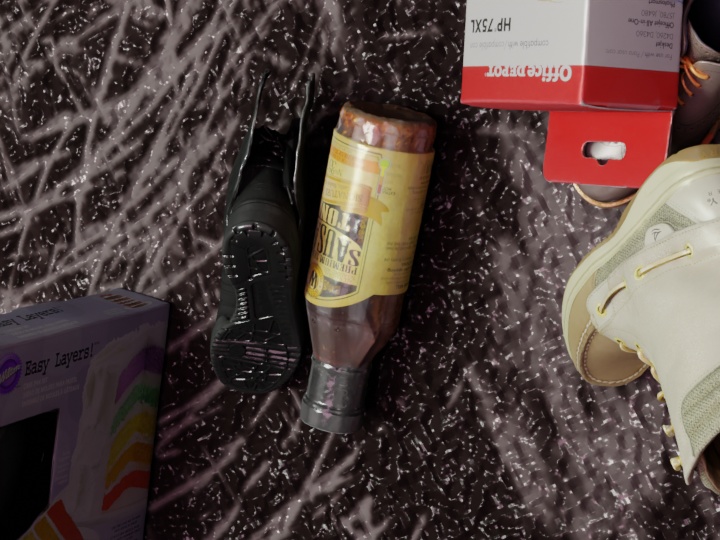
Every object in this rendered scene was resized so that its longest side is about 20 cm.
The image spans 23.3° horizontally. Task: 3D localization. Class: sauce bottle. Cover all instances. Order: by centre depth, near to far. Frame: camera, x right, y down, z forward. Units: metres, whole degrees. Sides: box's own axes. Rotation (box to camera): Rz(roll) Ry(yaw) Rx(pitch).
[{"bbox_3d":[0.000,0.000,1.067,0.065,0.066,0.202,16,104,23],"label":"sauce bottle"}]

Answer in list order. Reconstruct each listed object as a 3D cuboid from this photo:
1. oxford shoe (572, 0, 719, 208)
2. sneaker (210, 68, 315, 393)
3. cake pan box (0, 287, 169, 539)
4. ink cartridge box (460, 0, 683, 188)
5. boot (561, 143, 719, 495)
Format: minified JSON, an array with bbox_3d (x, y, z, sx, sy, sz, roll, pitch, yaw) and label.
[{"bbox_3d":[0.176,-0.113,0.954,0.071,0.073,0.201,43,115,13],"label":"oxford shoe"},{"bbox_3d":[-0.058,-0.020,1.093,0.059,0.105,0.201,7,139,0],"label":"sneaker"},{"bbox_3d":[-0.203,0.116,1.114,0.052,0.199,0.186,12,102,26],"label":"cake pan box"},{"bbox_3d":[0.114,-0.147,0.945,0.116,0.067,0.202,9,97,60],"label":"ink cartridge box"},{"bbox_3d":[0.169,0.051,0.919,0.201,0.071,0.156,113,150,-54],"label":"boot"}]
